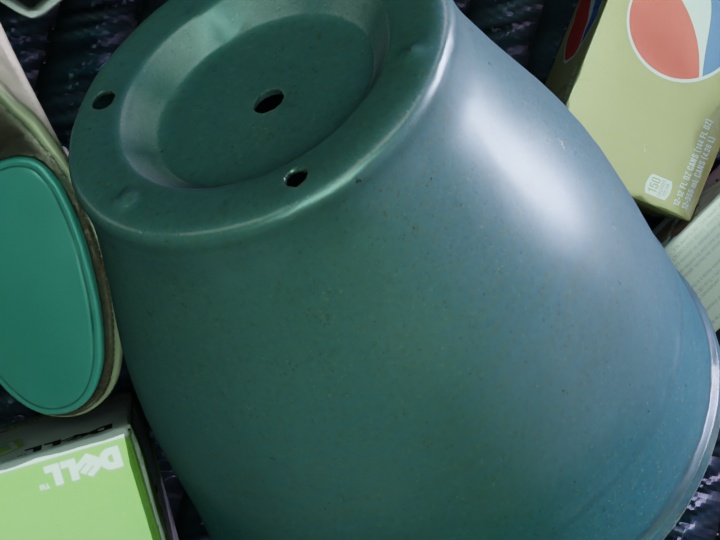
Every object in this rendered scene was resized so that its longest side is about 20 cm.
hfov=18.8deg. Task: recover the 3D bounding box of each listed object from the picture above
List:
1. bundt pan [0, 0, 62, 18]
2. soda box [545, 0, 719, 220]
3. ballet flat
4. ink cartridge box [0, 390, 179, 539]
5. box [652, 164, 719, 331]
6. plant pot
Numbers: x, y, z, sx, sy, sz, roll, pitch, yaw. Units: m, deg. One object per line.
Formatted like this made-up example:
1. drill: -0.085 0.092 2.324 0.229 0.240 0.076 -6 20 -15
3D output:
1. bundt pan: -0.128 -0.193 0.808 0.200 0.076 0.204 0 93 -5
2. soda box: 0.129 -0.124 0.844 0.064 0.068 0.201 21 91 -6
3. ballet flat: -0.130 -0.046 0.760 0.069 0.069 0.201 -25 109 -4
4. ink cartridge box: -0.138 0.108 0.763 0.147 0.200 0.076 -16 95 -5
5. box: 0.145 -0.016 0.847 0.041 0.039 0.200 42 101 -8
6. plant pot: 0.000 0.000 0.736 0.199 0.200 0.188 -35 131 -3
